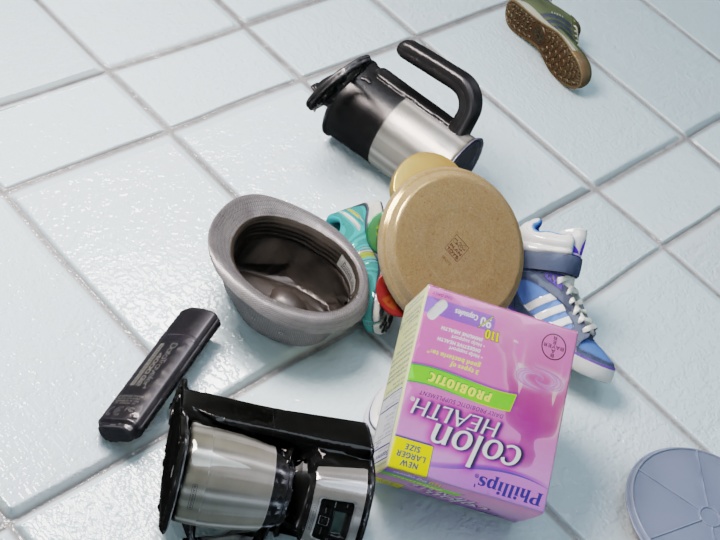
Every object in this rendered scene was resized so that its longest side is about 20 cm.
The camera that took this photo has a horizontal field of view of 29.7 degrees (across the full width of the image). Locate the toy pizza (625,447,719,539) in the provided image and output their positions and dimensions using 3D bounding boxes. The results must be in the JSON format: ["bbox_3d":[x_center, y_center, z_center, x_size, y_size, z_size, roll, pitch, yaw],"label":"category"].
[{"bbox_3d":[0.386,0.285,1.522,0.198,0.032,0.202,12,43,-11],"label":"toy pizza"}]

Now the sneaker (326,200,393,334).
[{"bbox_3d":[0.000,0.000,1.626,0.079,0.078,0.201,-8,45,-1],"label":"sneaker"}]

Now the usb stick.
[{"bbox_3d":[-0.210,0.107,1.432,0.055,0.033,0.201,1,35,25],"label":"usb stick"}]

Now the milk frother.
[{"bbox_3d":[0.041,-0.181,1.727,0.187,0.182,0.200,36,41,15],"label":"milk frother"}]

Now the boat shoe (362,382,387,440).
[{"bbox_3d":[0.076,0.125,1.521,0.073,0.067,0.200,38,44,16],"label":"boat shoe"}]

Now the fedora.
[{"bbox_3d":[-0.089,0.014,1.543,0.198,0.091,0.178,25,43,-3],"label":"fedora"}]

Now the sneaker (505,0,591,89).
[{"bbox_3d":[0.316,-0.364,2.115,0.089,0.068,0.201,-17,52,-29],"label":"sneaker"}]

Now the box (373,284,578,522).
[{"bbox_3d":[0.118,0.142,1.437,0.174,0.097,0.202,18,72,-9],"label":"box"}]

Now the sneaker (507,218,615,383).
[{"bbox_3d":[0.251,0.025,1.632,0.199,0.147,0.080,35,7,18],"label":"sneaker"}]

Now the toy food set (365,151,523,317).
[{"bbox_3d":[0.100,-0.023,1.570,0.199,0.049,0.200,32,71,-18],"label":"toy food set"}]

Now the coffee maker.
[{"bbox_3d":[-0.091,0.185,1.339,0.198,0.135,0.193,13,43,-12],"label":"coffee maker"}]
